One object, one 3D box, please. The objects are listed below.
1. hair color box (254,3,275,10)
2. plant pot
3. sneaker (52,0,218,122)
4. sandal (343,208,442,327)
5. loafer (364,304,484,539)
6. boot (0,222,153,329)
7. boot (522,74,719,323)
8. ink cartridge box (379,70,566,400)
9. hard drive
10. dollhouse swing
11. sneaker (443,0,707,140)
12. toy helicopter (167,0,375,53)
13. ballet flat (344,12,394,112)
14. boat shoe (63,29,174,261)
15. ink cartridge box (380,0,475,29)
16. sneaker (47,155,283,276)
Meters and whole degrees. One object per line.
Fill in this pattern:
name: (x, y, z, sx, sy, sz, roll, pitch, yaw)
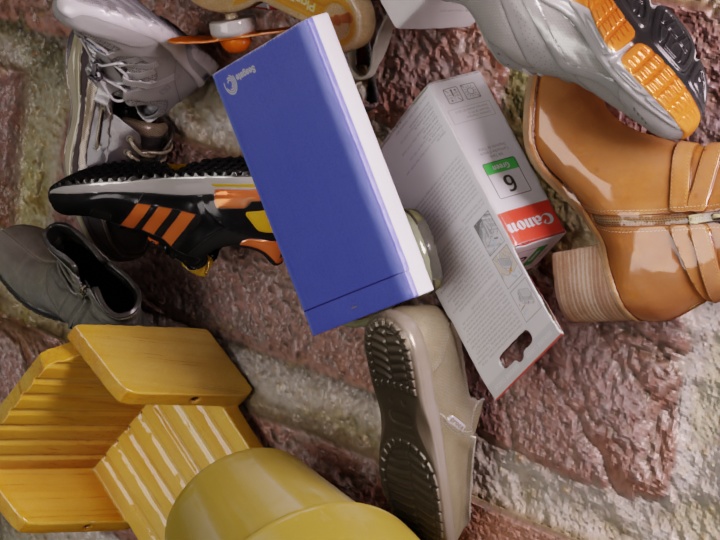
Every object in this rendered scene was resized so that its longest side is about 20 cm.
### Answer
hair color box: (-0.117, -0.260, 1.774, 0.199, 0.061, 0.102, 12, 104, 41)
plant pot: (-0.054, 0.235, 1.710, 0.189, 0.200, 0.202, 48, 128, 49)
sneaker: (-0.176, -0.158, 1.746, 0.075, 0.200, 0.082, 40, 94, 28)
sandal: (0.000, -0.001, 1.668, 0.080, 0.057, 0.201, 65, 160, 2)
loafer: (0.055, 0.111, 1.663, 0.076, 0.068, 0.201, 26, 133, 45)
boot: (-0.235, -0.003, 1.886, 0.200, 0.068, 0.131, 38, 158, 26)
boot: (0.190, -0.068, 1.505, 0.155, 0.076, 0.201, -12, 78, 37)
ink cartridge box: (0.087, -0.024, 1.609, 0.201, 0.050, 0.109, 62, 146, 16)
hard drive: (-0.028, -0.064, 1.611, 0.132, 0.025, 0.201, -22, 89, 54)
dollhouse swing: (-0.181, 0.174, 1.845, 0.200, 0.181, 0.176, -47, 54, 37)
sneaker: (0.136, -0.149, 1.494, 0.200, 0.076, 0.092, 46, 136, 9)
toy helicopter: (-0.070, -0.200, 1.648, 0.200, 0.079, 0.133, 32, 122, 32)
ballet flat: (-0.006, -0.210, 1.680, 0.071, 0.069, 0.201, 6, 106, 25)
boat shoe: (-0.193, -0.107, 1.863, 0.073, 0.074, 0.201, -1, 97, 44)
ink cartridge box: (0.074, -0.278, 1.571, 0.200, 0.084, 0.147, -43, 68, 38)
sneaker: (-0.149, -0.037, 1.801, 0.199, 0.070, 0.091, -2, 104, 18)
